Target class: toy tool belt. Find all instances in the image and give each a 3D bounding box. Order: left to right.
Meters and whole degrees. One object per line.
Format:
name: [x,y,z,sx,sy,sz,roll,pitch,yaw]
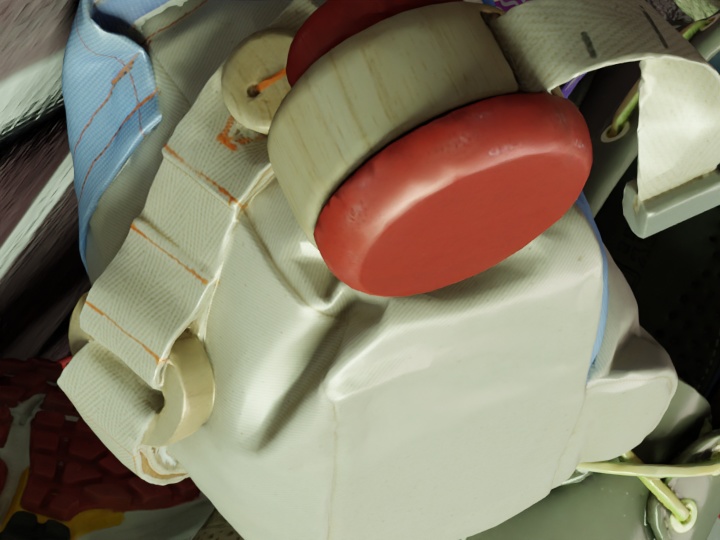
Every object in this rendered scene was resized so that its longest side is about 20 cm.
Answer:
toy tool belt: [-0.009,-0.026,0.525,0.125,0.123,0.200,-24,158,-9]

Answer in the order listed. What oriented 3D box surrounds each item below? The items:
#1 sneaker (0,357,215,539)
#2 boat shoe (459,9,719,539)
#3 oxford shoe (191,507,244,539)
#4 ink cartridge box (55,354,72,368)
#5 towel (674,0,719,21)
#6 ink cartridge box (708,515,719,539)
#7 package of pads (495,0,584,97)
sneaker: [-0.088,0.080,0.686,0.200,0.078,0.082,-33,140,-58]
boat shoe: [0.055,0.027,0.626,0.060,0.072,0.202,-35,-150,63]
oxford shoe: [-0.015,0.055,0.658,0.200,0.070,0.075,-38,124,-49]
ink cartridge box: [0.011,0.054,0.864,0.116,0.067,0.200,-22,159,37]
towel: [0.092,-0.097,0.780,0.036,0.148,0.200,-39,179,4]
ink cartridge box: [0.062,0.090,0.750,0.200,0.115,0.068,-45,142,-6]
package of pads: [0.015,-0.056,0.727,0.121,0.076,0.200,-51,178,6]
